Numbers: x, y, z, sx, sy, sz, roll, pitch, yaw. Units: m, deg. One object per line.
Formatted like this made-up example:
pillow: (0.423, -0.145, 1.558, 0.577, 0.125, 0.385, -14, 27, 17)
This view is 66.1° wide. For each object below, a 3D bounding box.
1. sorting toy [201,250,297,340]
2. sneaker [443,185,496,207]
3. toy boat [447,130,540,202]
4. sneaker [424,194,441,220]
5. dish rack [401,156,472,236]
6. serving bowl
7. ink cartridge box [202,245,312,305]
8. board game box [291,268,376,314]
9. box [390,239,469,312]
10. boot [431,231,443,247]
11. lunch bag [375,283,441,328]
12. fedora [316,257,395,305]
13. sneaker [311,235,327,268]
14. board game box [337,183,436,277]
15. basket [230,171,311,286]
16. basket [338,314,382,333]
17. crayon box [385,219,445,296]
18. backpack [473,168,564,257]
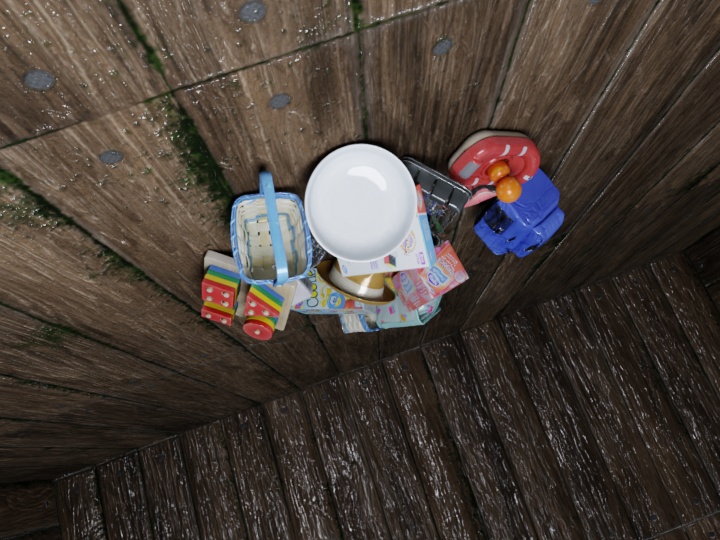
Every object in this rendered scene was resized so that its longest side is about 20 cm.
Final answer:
sorting toy: (-0.251, 0.069, 1.197, 0.196, 0.070, 0.201, 19, 144, -4)
sneaker: (0.269, -0.191, 1.246, 0.197, 0.075, 0.087, -18, 177, 5)
toy boat: (0.280, -0.195, 1.106, 0.197, 0.133, 0.131, -7, 155, -34)
sneaker: (0.113, -0.117, 1.244, 0.074, 0.080, 0.200, -8, 158, -31)
dish rack: (0.122, -0.133, 1.121, 0.055, 0.152, 0.200, -62, 180, -20)
serving bowl: (-0.003, -0.118, 0.978, 0.197, 0.204, 0.066, -18, -168, -6)
ink cartridge box: (-0.229, 0.032, 1.225, 0.198, 0.058, 0.163, -29, 126, 17)
board game box: (-0.066, 0.052, 1.391, 0.196, 0.105, 0.105, -1, 168, 19)
box: (0.150, 0.019, 1.248, 0.101, 0.096, 0.200, -28, 173, -14)
boot: (0.055, -0.080, 1.157, 0.197, 0.071, 0.174, 14, 171, -18)
lunch bag: (0.129, 0.060, 1.476, 0.121, 0.203, 0.169, 33, 152, -35)
fedora: (0.000, 0.000, 1.219, 0.199, 0.200, 0.083, 0, 118, -47)
sneaker: (-0.154, -0.026, 1.276, 0.198, 0.073, 0.083, -27, -175, 22)
board game box: (0.036, -0.073, 1.073, 0.197, 0.156, 0.040, -6, -162, 30)
basket: (-0.154, -0.054, 0.959, 0.136, 0.180, 0.200, -6, 168, -16)
basket: (0.028, 0.091, 1.620, 0.198, 0.180, 0.138, -15, -178, 34)
crayon box: (0.130, -0.043, 1.361, 0.200, 0.051, 0.127, -43, 139, 1)
backpack: (0.374, -0.120, 1.343, 0.161, 0.169, 0.200, -32, 172, -23)
